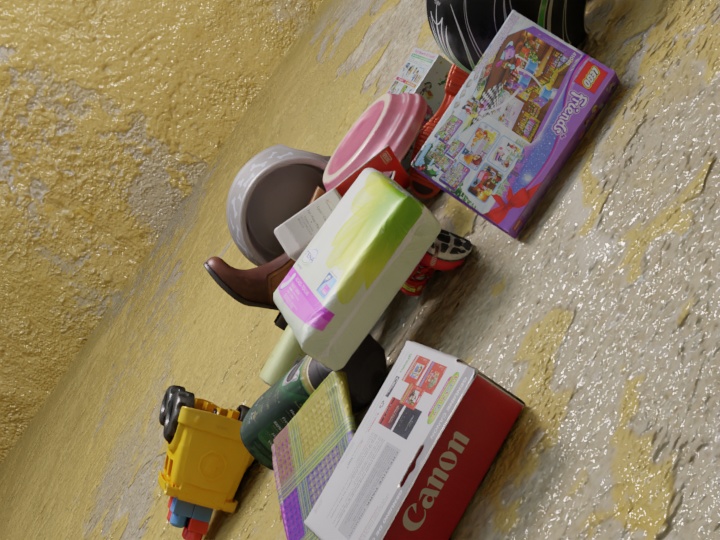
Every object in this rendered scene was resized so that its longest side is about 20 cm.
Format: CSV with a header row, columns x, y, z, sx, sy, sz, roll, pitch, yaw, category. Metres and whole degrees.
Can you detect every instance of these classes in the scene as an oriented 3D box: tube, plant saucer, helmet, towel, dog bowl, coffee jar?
x,y,z,sx,sy,sz,roll,pitch,yaw,category
-0.062,0.060,1.509,0.202,0.051,0.058,-61,26,0,tube
0.012,-0.167,1.615,0.201,0.051,0.201,-50,16,19,plant saucer
0.173,-0.313,1.374,0.201,0.196,0.194,-88,-1,-60,helmet
-0.040,0.217,1.251,0.144,0.023,0.202,-49,38,30,towel
-0.097,-0.083,1.737,0.202,0.199,0.059,-55,19,4,dog bowl
-0.054,0.150,1.390,0.200,0.085,0.105,-43,8,41,coffee jar

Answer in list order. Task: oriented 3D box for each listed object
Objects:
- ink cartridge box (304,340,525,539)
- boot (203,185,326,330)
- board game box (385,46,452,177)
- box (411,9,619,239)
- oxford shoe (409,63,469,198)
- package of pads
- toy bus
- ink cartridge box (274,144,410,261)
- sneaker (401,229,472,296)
x,y,z,sx,sy,sz,roll,pitch,yaw,category
0.052,0.178,1.048,0.202,0.083,0.175,-59,17,-6,ink cartridge box
-0.104,-0.030,1.685,0.202,0.187,0.068,-59,6,-1,boot
0.067,-0.231,1.776,0.202,0.064,0.148,-57,18,7,board game box
0.164,-0.156,1.255,0.202,0.136,0.039,-56,-22,4,box
0.127,-0.187,1.560,0.203,0.070,0.072,-64,-17,3,oxford shoe
-0.007,-0.007,1.307,0.201,0.068,0.155,-53,24,5,package of pads
-0.221,0.269,1.619,0.200,0.134,0.195,-175,101,-74,toy bus
-0.007,-0.066,1.497,0.175,0.045,0.200,-36,-14,4,ink cartridge box
0.075,-0.010,1.376,0.200,0.076,0.086,-146,74,-80,sneaker
